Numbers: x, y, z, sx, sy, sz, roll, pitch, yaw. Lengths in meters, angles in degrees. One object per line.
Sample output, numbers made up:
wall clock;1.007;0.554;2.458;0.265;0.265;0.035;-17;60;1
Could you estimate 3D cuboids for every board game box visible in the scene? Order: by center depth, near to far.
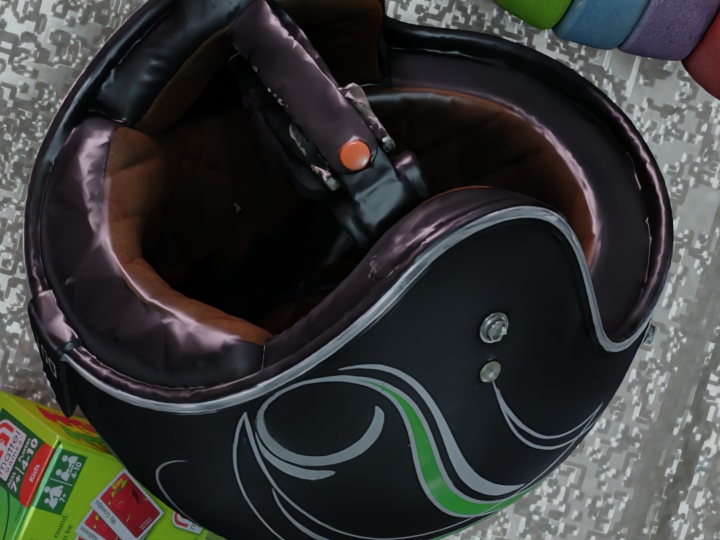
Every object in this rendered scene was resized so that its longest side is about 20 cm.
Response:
board game box;-0.120;0.154;0.849;0.101;0.048;0.201;23;93;-40

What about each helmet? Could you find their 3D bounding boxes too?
helmet;0.000;0.000;0.798;0.199;0.191;0.202;-9;68;23

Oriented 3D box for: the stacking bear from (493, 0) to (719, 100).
stacking bear;0.061;-0.146;0.832;0.199;0.122;0.114;23;126;-3
